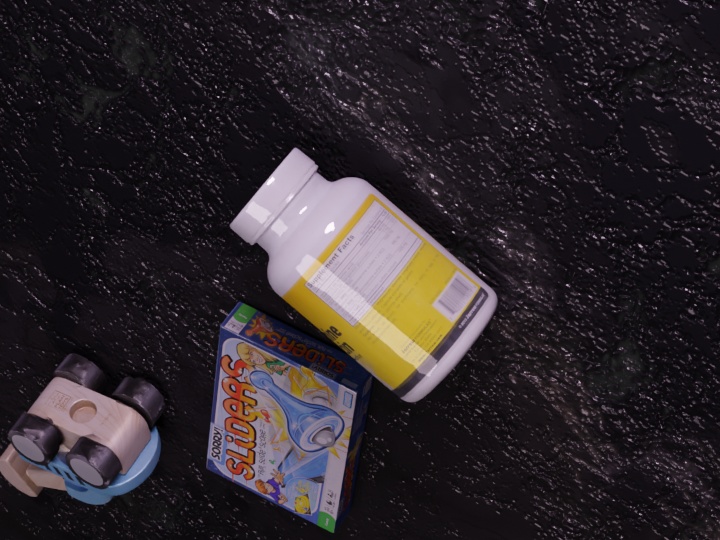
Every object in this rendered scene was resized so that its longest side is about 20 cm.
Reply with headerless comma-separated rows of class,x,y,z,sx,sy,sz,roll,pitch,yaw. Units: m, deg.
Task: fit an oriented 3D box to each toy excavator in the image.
toy excavator,-0.270,0.172,2.300,0.194,0.100,0.200,21,147,22

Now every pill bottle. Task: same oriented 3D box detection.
pill bottle,0.000,0.000,1.896,0.200,0.112,0.112,40,141,-3

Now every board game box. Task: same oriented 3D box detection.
board game box,-0.063,0.130,2.134,0.135,0.034,0.200,25,140,15
